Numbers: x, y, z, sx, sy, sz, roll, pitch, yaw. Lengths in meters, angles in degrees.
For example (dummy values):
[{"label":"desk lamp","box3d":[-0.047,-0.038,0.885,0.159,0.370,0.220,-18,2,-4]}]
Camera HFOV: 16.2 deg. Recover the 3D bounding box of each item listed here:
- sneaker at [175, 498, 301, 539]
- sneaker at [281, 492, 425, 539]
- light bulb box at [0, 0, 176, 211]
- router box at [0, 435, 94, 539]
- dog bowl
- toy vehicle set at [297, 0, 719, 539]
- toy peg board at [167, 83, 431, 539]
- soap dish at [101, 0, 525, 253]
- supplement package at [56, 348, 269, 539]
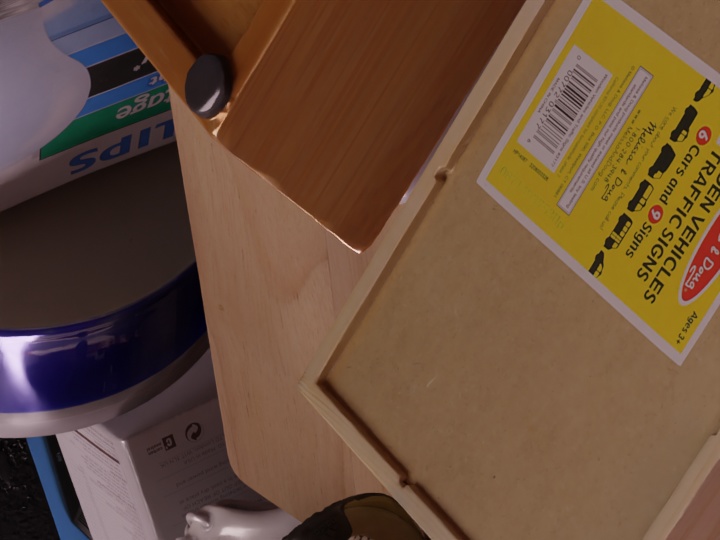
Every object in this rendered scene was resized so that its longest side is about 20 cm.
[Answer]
[{"label":"sneaker","box3d":[-0.053,0.130,1.021,0.071,0.199,0.073,58,179,4]},{"label":"sneaker","box3d":[0.019,0.153,0.810,0.089,0.077,0.201,39,154,43]},{"label":"light bulb box","box3d":[-0.133,-0.123,0.913,0.125,0.198,0.200,58,160,21]},{"label":"router box","box3d":[-0.119,0.071,1.179,0.051,0.149,0.201,13,126,66]},{"label":"dog bowl","box3d":[-0.142,-0.036,1.037,0.200,0.199,0.079,55,156,25]},{"label":"toy vehicle set","box3d":[0.072,-0.019,0.578,0.201,0.026,0.124,-59,44,15]},{"label":"toy peg board","box3d":[0.050,0.017,0.807,0.199,0.098,0.201,31,144,33]},{"label":"soap dish","box3d":[-0.023,-0.128,0.704,0.158,0.081,0.200,-57,49,21]},{"label":"supplement package","box3d":[-0.048,0.125,1.120,0.114,0.109,0.201,27,137,60]}]
